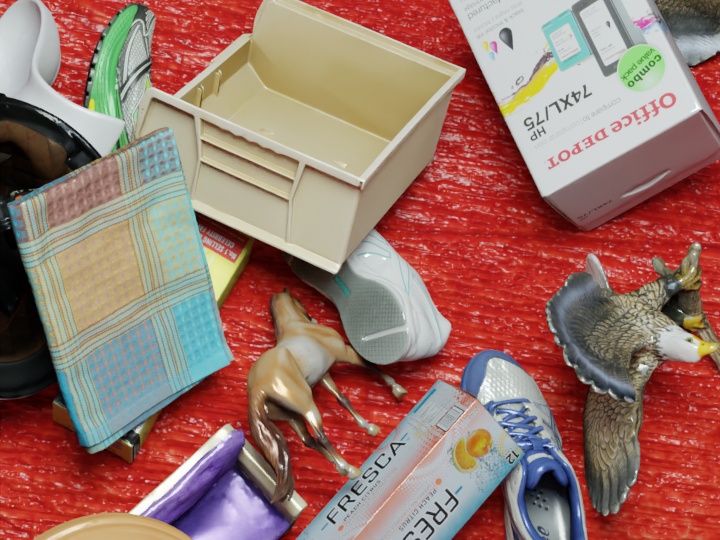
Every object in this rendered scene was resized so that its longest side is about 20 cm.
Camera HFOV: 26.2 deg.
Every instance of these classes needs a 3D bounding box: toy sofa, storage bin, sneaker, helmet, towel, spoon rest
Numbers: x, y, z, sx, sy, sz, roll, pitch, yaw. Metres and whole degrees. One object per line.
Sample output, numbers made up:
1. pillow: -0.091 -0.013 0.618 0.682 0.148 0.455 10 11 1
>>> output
1. toy sofa: -0.136 0.211 1.122 0.083 0.098 0.200 45 67 10
2. storage bin: -0.051 -0.118 1.230 0.197 0.094 0.200 24 39 13
3. sneaker: 0.136 0.146 1.202 0.075 0.088 0.202 -14 68 -13
4. helmet: -0.280 -0.010 1.145 0.199 0.191 0.201 25 34 -18
5. sneaker: -0.189 -0.125 1.282 0.084 0.078 0.202 7 74 -13
6. towel: -0.167 0.015 1.114 0.022 0.202 0.146 16 37 43
7. sneaker: 0.000 0.000 1.261 0.080 0.071 0.201 6 42 -49
8. spoon rest: -0.259 -0.154 1.240 0.200 0.060 0.100 41 104 43

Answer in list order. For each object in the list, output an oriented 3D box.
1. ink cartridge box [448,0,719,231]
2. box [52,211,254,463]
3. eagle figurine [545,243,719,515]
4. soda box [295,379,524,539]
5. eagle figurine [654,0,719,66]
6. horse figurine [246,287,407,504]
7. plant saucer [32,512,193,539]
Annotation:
1. ink cartridge box: 0.191 -0.163 1.287 0.146 0.146 0.201 -29 71 15
2. box: -0.161 0.045 1.216 0.075 0.050 0.201 29 65 2
3. eagle figurine: 0.209 0.066 1.210 0.152 0.151 0.200 47 60 4
4. soda box: 0.026 0.179 1.145 0.200 0.063 0.068 -47 116 -10
5. eagle figurine: 0.301 -0.263 1.405 0.198 0.153 0.151 9 17 27
6. horse figurine: -0.040 0.090 1.174 0.132 0.050 0.200 44 31 -4
7. plant saucer: -0.166 0.267 1.049 0.198 0.037 0.203 3 84 -25
